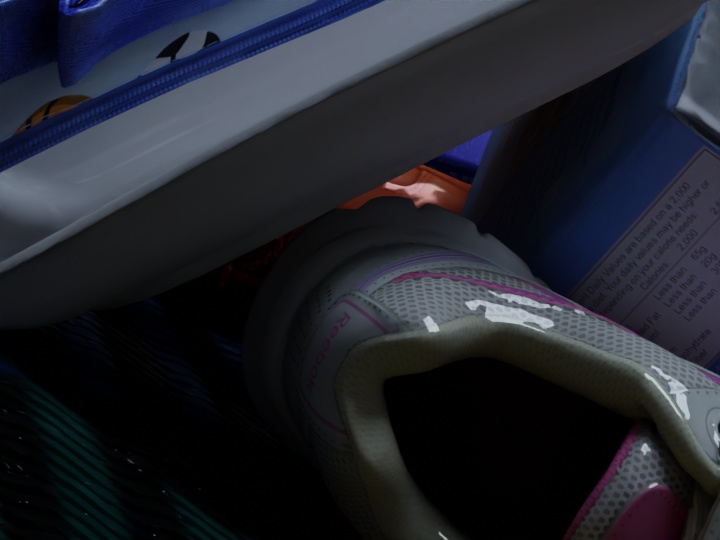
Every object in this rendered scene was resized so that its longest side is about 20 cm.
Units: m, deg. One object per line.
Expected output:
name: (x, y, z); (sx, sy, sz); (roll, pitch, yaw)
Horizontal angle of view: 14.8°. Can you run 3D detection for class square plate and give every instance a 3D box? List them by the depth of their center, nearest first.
square plate: (-0.003, -0.044, 0.646); (0.028, 0.198, 0.200); (64, 0, -11)

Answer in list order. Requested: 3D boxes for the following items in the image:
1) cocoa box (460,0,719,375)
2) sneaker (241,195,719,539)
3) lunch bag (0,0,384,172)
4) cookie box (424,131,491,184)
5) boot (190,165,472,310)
cocoa box: (0.108, -0.018, 0.704); (0.131, 0.133, 0.200); (33, 38, -8)
sneaker: (0.064, 0.058, 0.573); (0.200, 0.081, 0.088); (25, 10, -2)
lunch bag: (-0.078, -0.088, 0.614); (0.200, 0.076, 0.160); (-29, 45, -34)
cookie box: (-0.014, -0.122, 0.950); (0.200, 0.171, 0.075); (18, -17, 8)
boot: (0.000, 0.000, 0.779); (0.200, 0.075, 0.107); (29, 12, 21)
